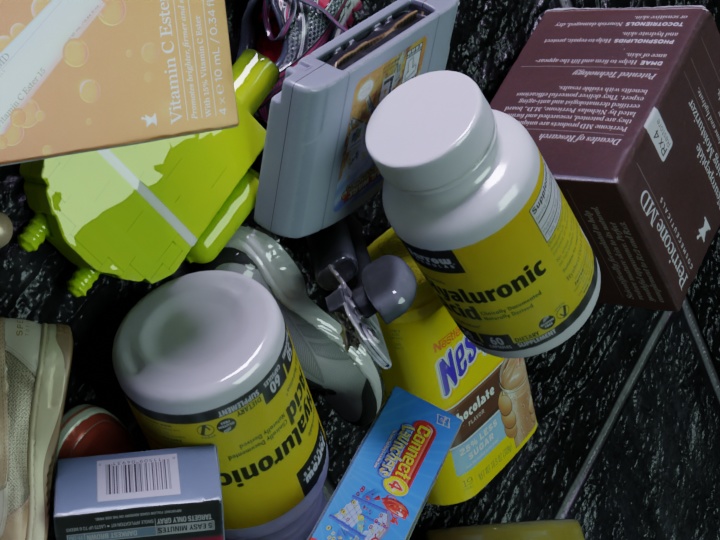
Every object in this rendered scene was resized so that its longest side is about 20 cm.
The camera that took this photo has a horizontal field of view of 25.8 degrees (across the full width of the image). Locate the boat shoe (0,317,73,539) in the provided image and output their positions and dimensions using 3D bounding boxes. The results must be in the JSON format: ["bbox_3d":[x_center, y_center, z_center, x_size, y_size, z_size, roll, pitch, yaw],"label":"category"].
[{"bbox_3d":[-0.216,0.127,0.925,0.064,0.071,0.202,9,88,-16],"label":"boat shoe"}]

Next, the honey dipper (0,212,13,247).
[{"bbox_3d":[-0.251,0.049,0.888,0.038,0.038,0.201,49,54,-43],"label":"honey dipper"}]

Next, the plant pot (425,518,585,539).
[{"bbox_3d":[0.125,0.303,1.282,0.200,0.200,0.190,10,71,-51],"label":"plant pot"}]

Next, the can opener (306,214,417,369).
[{"bbox_3d":[0.000,0.000,1.081,0.066,0.200,0.053,-34,118,5],"label":"can opener"}]

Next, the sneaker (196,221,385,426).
[{"bbox_3d":[-0.055,0.051,1.110,0.080,0.074,0.200,-54,128,-19],"label":"sneaker"}]

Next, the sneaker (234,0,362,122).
[{"bbox_3d":[-0.035,-0.199,1.083,0.074,0.080,0.202,19,81,-48],"label":"sneaker"}]

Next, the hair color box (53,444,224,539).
[{"bbox_3d":[-0.130,0.210,0.970,0.098,0.061,0.201,-5,119,-7],"label":"hair color box"}]

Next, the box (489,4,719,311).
[{"bbox_3d":[0.214,-0.099,1.341,0.201,0.163,0.166,-59,135,-27],"label":"box"}]

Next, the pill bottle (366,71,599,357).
[{"bbox_3d":[0.082,-0.039,1.072,0.112,0.111,0.200,-61,138,-25],"label":"pill bottle"}]

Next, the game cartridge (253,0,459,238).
[{"bbox_3d":[0.000,-0.106,1.077,0.200,0.041,0.134,-40,146,-47],"label":"game cartridge"}]

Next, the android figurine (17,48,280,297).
[{"bbox_3d":[-0.135,-0.077,0.987,0.182,0.041,0.201,45,71,-35],"label":"android figurine"}]

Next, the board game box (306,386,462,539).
[{"bbox_3d":[-0.012,0.215,1.074,0.196,0.056,0.201,-57,170,-54],"label":"board game box"}]

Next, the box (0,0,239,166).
[{"bbox_3d":[-0.179,-0.127,0.860,0.199,0.097,0.125,-14,104,-34],"label":"box"}]

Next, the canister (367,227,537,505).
[{"bbox_3d":[0.068,0.066,1.248,0.148,0.086,0.201,-40,126,-41],"label":"canister"}]

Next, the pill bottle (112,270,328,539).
[{"bbox_3d":[-0.082,0.105,1.032,0.112,0.111,0.201,-54,145,-32],"label":"pill bottle"}]

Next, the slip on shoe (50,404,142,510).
[{"bbox_3d":[-0.142,0.168,1.018,0.074,0.061,0.201,-46,127,-35],"label":"slip on shoe"}]
